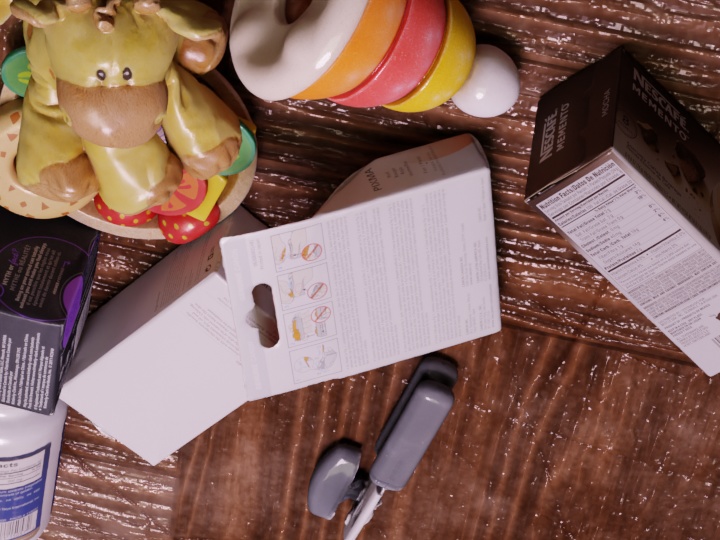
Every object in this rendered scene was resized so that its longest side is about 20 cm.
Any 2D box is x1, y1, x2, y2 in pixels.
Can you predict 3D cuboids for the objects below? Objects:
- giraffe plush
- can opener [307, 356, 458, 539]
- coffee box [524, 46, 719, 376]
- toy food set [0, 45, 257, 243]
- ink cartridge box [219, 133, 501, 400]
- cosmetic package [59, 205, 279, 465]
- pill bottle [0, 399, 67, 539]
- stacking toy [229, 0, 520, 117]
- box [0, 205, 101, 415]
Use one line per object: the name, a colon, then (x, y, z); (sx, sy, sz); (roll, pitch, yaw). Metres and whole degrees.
giraffe plush: (-0.157, -0.136, 1.439); (0.172, 0.162, 0.201); (-26, 98, -10)
can opener: (0.012, 0.142, 1.772); (0.066, 0.054, 0.201); (20, 132, -8)
coffee box: (0.209, -0.039, 1.523); (0.080, 0.114, 0.200); (-32, 118, 34)
toy food set: (-0.171, -0.095, 1.600); (0.199, 0.049, 0.198); (24, 132, -10)
ink cartridge box: (0.000, 0.000, 1.598); (0.198, 0.050, 0.163); (-14, 132, -7)
cosmetic package: (-0.128, 0.052, 1.699); (0.107, 0.085, 0.199); (39, 129, -23)
pill bottle: (-0.293, 0.128, 1.786); (0.110, 0.111, 0.201); (14, 133, -1)
stacking toy: (0.025, -0.153, 1.476); (0.199, 0.147, 0.146); (22, 136, -34)
box: (-0.307, 0.012, 1.676); (0.198, 0.123, 0.107); (15, 134, -1)
